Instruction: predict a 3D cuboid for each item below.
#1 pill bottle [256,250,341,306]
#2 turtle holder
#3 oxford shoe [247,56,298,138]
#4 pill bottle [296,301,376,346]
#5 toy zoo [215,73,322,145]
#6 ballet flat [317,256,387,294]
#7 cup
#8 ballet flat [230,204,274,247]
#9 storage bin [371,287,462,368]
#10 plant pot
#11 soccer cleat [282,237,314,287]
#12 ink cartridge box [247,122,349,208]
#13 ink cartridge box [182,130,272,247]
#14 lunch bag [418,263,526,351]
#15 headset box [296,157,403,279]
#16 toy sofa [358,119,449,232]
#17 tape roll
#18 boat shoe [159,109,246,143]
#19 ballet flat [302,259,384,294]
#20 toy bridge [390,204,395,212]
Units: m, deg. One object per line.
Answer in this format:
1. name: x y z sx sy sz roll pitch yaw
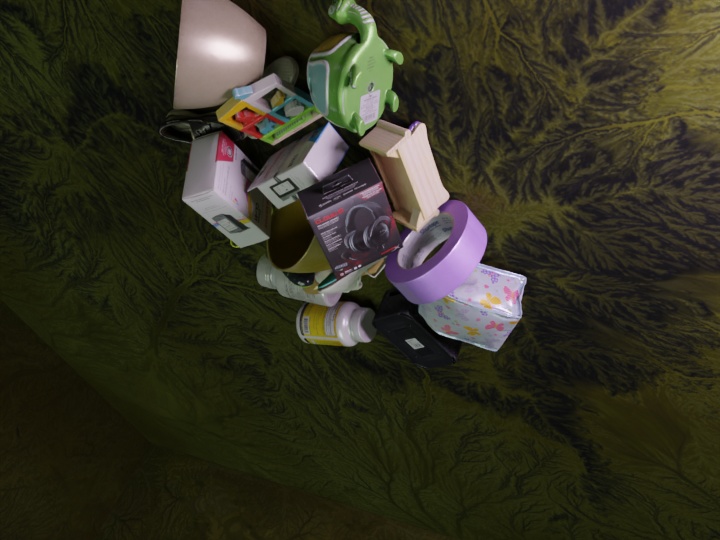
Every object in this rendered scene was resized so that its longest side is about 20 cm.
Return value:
1. pill bottle: -0.145 0.012 1.626 0.196 0.116 0.115 11 144 23
2. turtle holder: -0.023 -0.317 1.071 0.130 0.142 0.186 28 161 30
3. oxford shoe: -0.156 -0.317 1.245 0.057 0.076 0.200 -8 155 -35
4. pill bottle: -0.060 0.136 1.735 0.197 0.114 0.113 0 139 35
5. toy zoo: -0.160 -0.280 1.178 0.130 0.021 0.199 -25 164 23
6. ballet flat: 0.000 0.000 1.445 0.070 0.199 0.069 50 176 5
7. cup: -0.235 -0.364 1.134 0.140 0.204 0.201 6 151 -16
8. ballet flat: -0.259 -0.105 1.583 0.067 0.067 0.200 50 146 -1
9. storage bin: 0.141 0.135 1.610 0.200 0.095 0.134 43 143 -22
10. plant pot: -0.086 -0.079 1.417 0.140 0.204 0.198 19 156 -36
11. soccer cleat: -0.155 -0.051 1.508 0.082 0.066 0.202 104 145 -50
12. ink cartridge box: -0.125 -0.197 1.325 0.198 0.117 0.068 -16 128 47
13. ink cartridge box: -0.267 -0.164 1.392 0.084 0.150 0.200 -14 149 23
14. lunch bag: 0.229 0.064 1.424 0.196 0.129 0.171 14 148 2
15. headset box: -0.018 -0.098 1.240 0.147 0.078 0.201 -25 140 -2
16. toy sofa: 0.084 -0.181 1.247 0.082 0.097 0.202 30 157 44
17. tape roll: 0.140 -0.036 1.277 0.198 0.202 0.066 -15 130 46
18. boat shoe: -0.326 -0.285 1.394 0.196 0.065 0.074 9 142 24
19. ballet flat: -0.044 -0.006 1.505 0.196 0.070 0.063 -22 160 1
20. toy bridge: 0.107 -0.057 1.431 0.066 0.028 0.202 7 142 26
